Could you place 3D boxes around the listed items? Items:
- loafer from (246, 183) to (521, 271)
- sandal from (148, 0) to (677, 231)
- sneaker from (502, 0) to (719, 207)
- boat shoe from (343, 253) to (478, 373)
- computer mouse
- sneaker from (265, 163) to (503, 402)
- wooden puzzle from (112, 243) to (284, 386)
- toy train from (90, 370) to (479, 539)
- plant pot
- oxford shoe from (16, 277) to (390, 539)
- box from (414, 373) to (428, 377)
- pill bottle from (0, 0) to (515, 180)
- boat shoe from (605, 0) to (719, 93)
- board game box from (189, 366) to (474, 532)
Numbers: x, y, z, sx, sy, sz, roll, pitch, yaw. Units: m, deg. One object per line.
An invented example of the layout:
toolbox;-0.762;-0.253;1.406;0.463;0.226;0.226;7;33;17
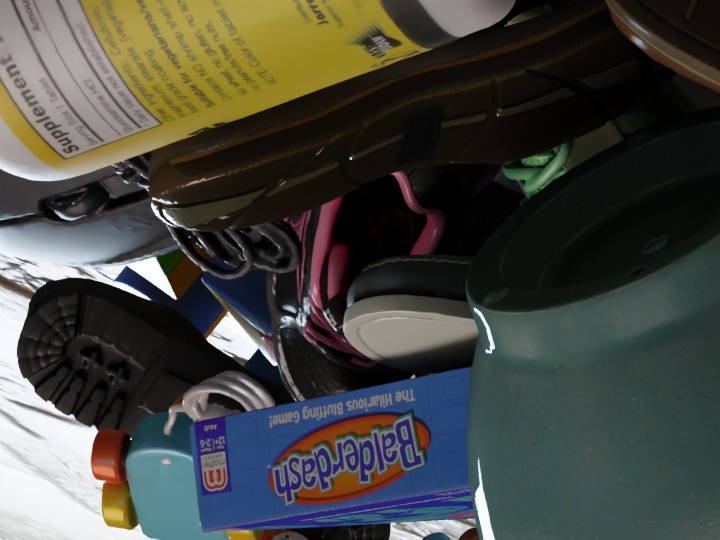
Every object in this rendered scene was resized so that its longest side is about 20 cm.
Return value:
loafer;0.008;-0.020;1.106;0.199;0.073;0.072;18;157;13
sandal;0.023;-0.064;0.854;0.199;0.055;0.082;-18;162;-14
sneaker;0.079;-0.037;0.934;0.199;0.089;0.077;28;161;-17
boat shoe;0.069;0.003;0.996;0.199;0.062;0.073;4;165;-41
computer mouse;-0.119;-0.039;1.013;0.138;0.053;0.200;44;162;-26
sneaker;0.000;0.000;1.026;0.079;0.096;0.201;22;136;3
wooden puzzle;-0.058;0.014;1.252;0.185;0.046;0.200;33;167;21
toy train;-0.018;0.103;1.172;0.150;0.056;0.200;-29;120;36
plant pot;0.113;0.033;0.843;0.200;0.200;0.135;-2;123;53
oxford shoe;-0.066;0.064;1.245;0.200;0.073;0.084;41;-172;-14
box;0.125;0.075;1.266;0.198;0.050;0.200;21;161;18
pill bottle;-0.064;-0.092;0.781;0.199;0.113;0.112;-18;147;17
boat shoe;0.164;-0.058;0.795;0.199;0.072;0.068;18;161;17
board game box;0.058;0.067;1.038;0.152;0.045;0.199;-13;170;40
